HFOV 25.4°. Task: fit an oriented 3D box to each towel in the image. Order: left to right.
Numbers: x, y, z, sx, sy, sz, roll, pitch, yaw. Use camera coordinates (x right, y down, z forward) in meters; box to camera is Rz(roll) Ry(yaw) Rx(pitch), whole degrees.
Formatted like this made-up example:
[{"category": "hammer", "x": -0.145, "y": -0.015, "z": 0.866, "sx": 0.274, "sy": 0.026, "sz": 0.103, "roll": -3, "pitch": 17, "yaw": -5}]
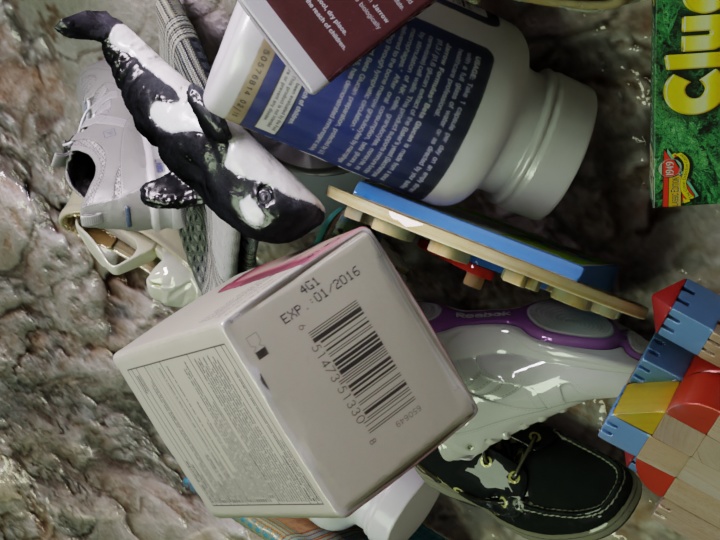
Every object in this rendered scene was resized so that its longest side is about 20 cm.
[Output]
[{"category": "towel", "x": -0.115, "y": -0.062, "z": 1.125, "sx": 0.200, "sy": 0.034, "sz": 0.193, "roll": 98, "pitch": 152, "yaw": -50}, {"category": "towel", "x": -0.025, "y": 0.198, "z": 1.279, "sx": 0.200, "sy": 0.147, "sz": 0.022, "roll": 28, "pitch": 110, "yaw": 30}]

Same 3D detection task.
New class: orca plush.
[{"category": "orca plush", "x": -0.112, "y": -0.073, "z": 0.942, "sx": 0.200, "sy": 0.071, "sz": 0.105, "roll": 43, "pitch": 177, "yaw": 6}]

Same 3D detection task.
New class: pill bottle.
[{"category": "pill bottle", "x": -0.036, "y": 0.132, "z": 1.245, "sx": 0.200, "sy": 0.104, "sz": 0.104, "roll": 34, "pitch": 144, "yaw": 21}, {"category": "pill bottle", "x": 0.024, "y": -0.102, "z": 0.883, "sx": 0.200, "sy": 0.111, "sz": 0.111, "roll": 22, "pitch": 148, "yaw": -10}]

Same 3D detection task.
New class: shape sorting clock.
[{"category": "shape sorting clock", "x": 0.072, "y": -0.009, "z": 0.936, "sx": 0.200, "sy": 0.200, "sz": 0.039, "roll": 24, "pitch": 98, "yaw": 33}]

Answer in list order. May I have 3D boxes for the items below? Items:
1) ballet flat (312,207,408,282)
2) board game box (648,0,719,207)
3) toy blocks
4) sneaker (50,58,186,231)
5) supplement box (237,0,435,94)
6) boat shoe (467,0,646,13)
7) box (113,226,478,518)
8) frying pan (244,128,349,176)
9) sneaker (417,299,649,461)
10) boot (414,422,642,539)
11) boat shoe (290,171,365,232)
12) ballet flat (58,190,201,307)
[{"category": "ballet flat", "x": 0.000, "y": 0.000, "z": 1.060, "sx": 0.074, "sy": 0.074, "sz": 0.200, "roll": 48, "pitch": 178, "yaw": 1}, {"category": "board game box", "x": 0.190, "y": -0.116, "z": 0.756, "sx": 0.104, "sy": 0.023, "sz": 0.200, "roll": -3, "pitch": 131, "yaw": 7}, {"category": "toy blocks", "x": 0.203, "y": 0.091, "z": 0.908, "sx": 0.137, "sy": 0.100, "sz": 0.200, "roll": 28, "pitch": 144, "yaw": 9}, {"category": "sneaker", "x": -0.185, "y": -0.096, "z": 1.154, "sx": 0.200, "sy": 0.082, "sz": 0.075, "roll": -123, "pitch": 28, "yaw": -53}, {"category": "supplement box", "x": 0.043, "y": -0.169, "z": 0.745, "sx": 0.061, "sy": 0.200, "sz": 0.109, "roll": 51, "pitch": -168, "yaw": -6}, {"category": "boat shoe", "x": 0.069, "y": -0.171, "z": 0.839, "sx": 0.200, "sy": 0.076, "sz": 0.072, "roll": 13, "pitch": 134, "yaw": 42}, {"category": "box", "x": -0.044, "y": 0.066, "z": 0.946, "sx": 0.128, "sy": 0.109, "sz": 0.200, "roll": 59, "pitch": 155, "yaw": -7}, {"category": "frying pan", "x": -0.005, "y": -0.077, "z": 0.986, "sx": 0.190, "sy": 0.031, "sz": 0.115, "roll": 42, "pitch": 130, "yaw": -21}, {"category": "sneaker", "x": 0.093, "y": 0.071, "z": 1.009, "sx": 0.199, "sy": 0.075, "sz": 0.100, "roll": 2, "pitch": 111, "yaw": 14}, {"category": "boot", "x": 0.077, "y": 0.108, "z": 1.082, "sx": 0.203, "sy": 0.074, "sz": 0.154, "roll": 12, "pitch": 152, "yaw": 48}, {"category": "boat shoe", "x": -0.030, "y": -0.112, "z": 1.031, "sx": 0.071, "sy": 0.070, "sz": 0.200, "roll": 1, "pitch": 136, "yaw": -5}, {"category": "ballet flat", "x": -0.164, "y": -0.009, "z": 1.285, "sx": 0.200, "sy": 0.069, "sz": 0.070, "roll": 32, "pitch": 144, "yaw": 23}]
